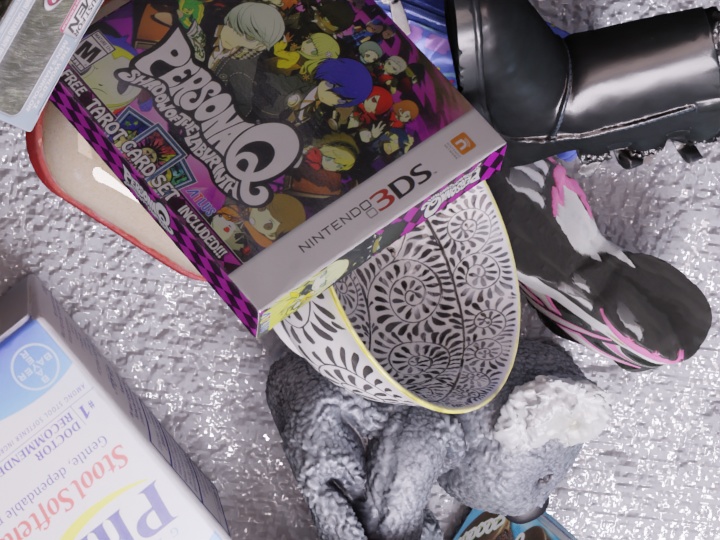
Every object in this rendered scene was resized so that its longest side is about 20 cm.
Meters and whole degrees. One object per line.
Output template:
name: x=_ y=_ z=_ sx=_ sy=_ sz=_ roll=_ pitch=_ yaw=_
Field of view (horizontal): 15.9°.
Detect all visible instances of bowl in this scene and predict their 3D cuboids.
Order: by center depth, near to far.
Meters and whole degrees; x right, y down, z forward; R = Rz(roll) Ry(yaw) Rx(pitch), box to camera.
bowl: x=0.000 y=0.000 z=1.527 sx=0.094 sy=0.201 sz=0.201 roll=-22 pitch=112 yaw=34

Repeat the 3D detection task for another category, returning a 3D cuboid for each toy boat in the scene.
toy boat: x=-0.129 y=-0.078 z=1.555 sx=0.200 sy=0.130 sz=0.131 roll=35 pitch=74 yaw=-37

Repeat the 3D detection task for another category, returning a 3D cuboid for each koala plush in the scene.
koala plush: x=0.059 y=0.105 z=1.615 sx=0.199 sy=0.177 sz=0.185 roll=-23 pitch=98 yaw=1

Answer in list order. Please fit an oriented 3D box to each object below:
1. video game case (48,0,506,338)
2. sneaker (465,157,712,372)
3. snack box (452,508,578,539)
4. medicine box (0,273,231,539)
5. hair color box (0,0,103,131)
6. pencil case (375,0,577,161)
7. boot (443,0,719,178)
video game case: x=-0.050 y=-0.086 z=1.430 sx=0.181 sy=0.036 sz=0.200 roll=-34 pitch=71 yaw=-23
sneaker: x=0.123 y=0.001 z=1.645 sx=0.200 sy=0.086 sz=0.080 roll=43 pitch=65 yaw=3
snack box: x=0.076 y=0.251 z=1.681 sx=0.037 sy=0.116 sz=0.201 roll=24 pitch=101 yaw=-43
medicine box: x=-0.211 y=0.141 z=1.607 sx=0.182 sy=0.103 sz=0.200 roll=-38 pitch=107 yaw=2
hair color box: x=-0.233 y=-0.168 z=1.434 sx=0.060 sy=0.200 sz=0.099 roll=23 pitch=100 yaw=-51
pencil case: x=0.066 y=-0.137 z=1.592 sx=0.199 sy=0.087 sz=0.078 roll=23 pitch=88 yaw=-16
boot: x=0.133 y=-0.122 z=1.486 sx=0.161 sy=0.074 sz=0.199 roll=-9 pitch=151 yaw=4
